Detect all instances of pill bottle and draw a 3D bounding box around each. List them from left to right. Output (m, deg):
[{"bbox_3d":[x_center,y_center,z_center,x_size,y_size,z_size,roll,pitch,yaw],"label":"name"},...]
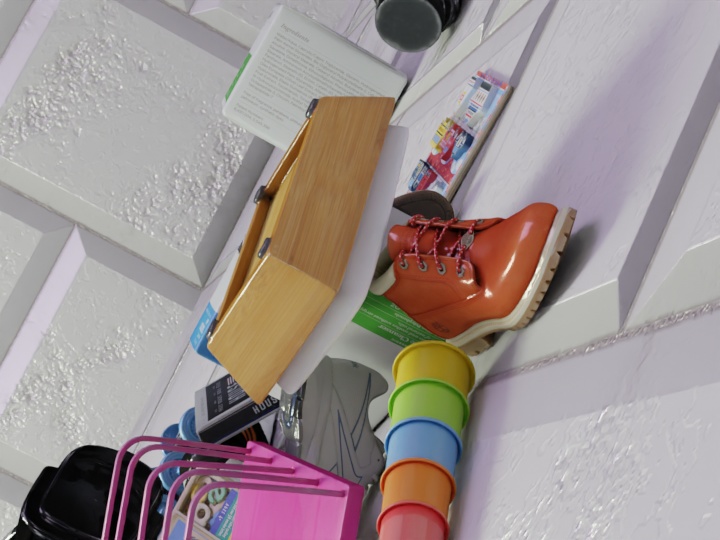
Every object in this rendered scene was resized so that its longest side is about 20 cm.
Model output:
[{"bbox_3d":[0.078,-0.365,2.263,0.112,0.112,0.200,-54,12,40],"label":"pill bottle"}]

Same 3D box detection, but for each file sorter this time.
[{"bbox_3d":[-0.103,0.202,1.298,0.200,0.125,0.139,10,90,65],"label":"file sorter"}]

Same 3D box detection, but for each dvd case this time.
[{"bbox_3d":[-0.063,0.090,1.654,0.200,0.025,0.150,-29,11,-1],"label":"dvd case"}]

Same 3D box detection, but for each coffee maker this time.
[{"bbox_3d":[-0.252,0.284,1.577,0.192,0.135,0.200,-102,27,-49],"label":"coffee maker"}]

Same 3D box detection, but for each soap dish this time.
[{"bbox_3d":[-0.040,-0.022,1.333,0.157,0.081,0.200,-54,15,48],"label":"soap dish"}]

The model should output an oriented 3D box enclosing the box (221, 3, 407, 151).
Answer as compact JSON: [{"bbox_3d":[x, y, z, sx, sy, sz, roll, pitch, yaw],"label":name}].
[{"bbox_3d":[-0.066,-0.242,2.419,0.171,0.200,0.199,-59,8,5],"label":"box"}]

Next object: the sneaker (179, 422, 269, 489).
[{"bbox_3d":[-0.137,0.165,1.726,0.070,0.090,0.200,-24,-14,8],"label":"sneaker"}]

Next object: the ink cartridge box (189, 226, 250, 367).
[{"bbox_3d":[-0.058,0.020,1.767,0.200,0.145,0.084,-62,9,2],"label":"ink cartridge box"}]

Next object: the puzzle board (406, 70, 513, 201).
[{"bbox_3d":[0.093,-0.128,1.780,0.151,0.017,0.200,-61,10,7],"label":"puzzle board"}]

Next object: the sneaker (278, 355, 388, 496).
[{"bbox_3d":[-0.024,0.163,1.398,0.075,0.087,0.200,-178,98,-73],"label":"sneaker"}]

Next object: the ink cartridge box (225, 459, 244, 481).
[{"bbox_3d":[-0.141,0.282,1.647,0.200,0.085,0.146,-47,18,52],"label":"ink cartridge box"}]

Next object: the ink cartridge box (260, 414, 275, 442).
[{"bbox_3d":[-0.152,0.215,2.023,0.161,0.050,0.200,-58,12,22],"label":"ink cartridge box"}]

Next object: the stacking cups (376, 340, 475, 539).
[{"bbox_3d":[0.043,0.133,1.192,0.061,0.060,0.200,-55,16,36],"label":"stacking cups"}]

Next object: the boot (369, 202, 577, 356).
[{"bbox_3d":[0.074,-0.006,1.250,0.200,0.107,0.075,-43,19,59],"label":"boot"}]

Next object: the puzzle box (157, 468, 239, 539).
[{"bbox_3d":[-0.130,0.280,1.494,0.200,0.133,0.025,-62,-31,0],"label":"puzzle box"}]

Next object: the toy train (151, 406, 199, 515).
[{"bbox_3d":[-0.166,0.231,1.833,0.087,0.114,0.200,-40,24,54],"label":"toy train"}]

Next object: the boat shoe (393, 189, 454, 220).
[{"bbox_3d":[0.000,0.000,1.633,0.200,0.072,0.076,-38,-5,-4],"label":"boat shoe"}]

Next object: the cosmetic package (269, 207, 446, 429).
[{"bbox_3d":[0.008,0.044,1.458,0.200,0.108,0.085,-53,14,49],"label":"cosmetic package"}]
